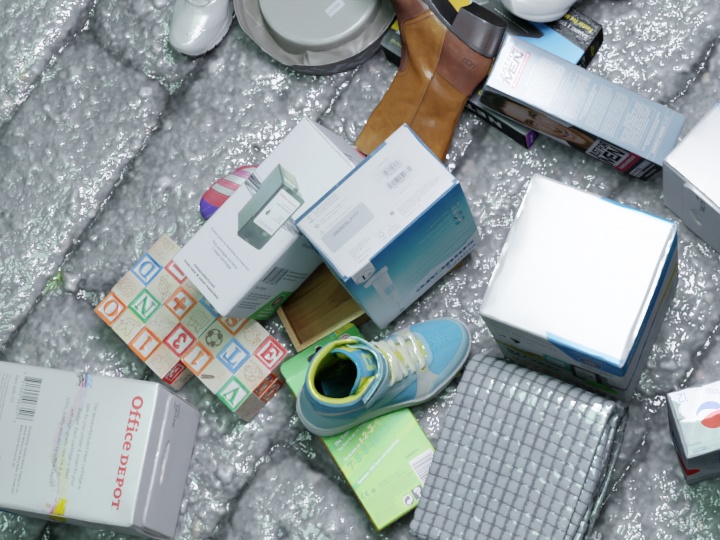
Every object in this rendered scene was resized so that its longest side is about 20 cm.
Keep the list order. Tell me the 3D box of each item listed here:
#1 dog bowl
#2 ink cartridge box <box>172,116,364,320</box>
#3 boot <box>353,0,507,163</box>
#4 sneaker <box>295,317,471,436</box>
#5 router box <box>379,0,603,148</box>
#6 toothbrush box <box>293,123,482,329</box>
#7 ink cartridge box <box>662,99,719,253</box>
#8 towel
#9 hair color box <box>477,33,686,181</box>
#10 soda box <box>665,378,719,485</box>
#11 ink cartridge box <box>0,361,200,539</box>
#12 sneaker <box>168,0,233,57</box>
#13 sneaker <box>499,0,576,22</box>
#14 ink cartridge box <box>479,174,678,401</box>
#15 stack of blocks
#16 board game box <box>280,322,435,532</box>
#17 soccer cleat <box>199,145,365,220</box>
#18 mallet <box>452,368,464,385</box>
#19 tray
[{"bbox_3d":[-0.042,-0.313,1.731,0.197,0.059,0.203,-3,74,11],"label":"dog bowl"},{"bbox_3d":[-0.076,-0.049,1.562,0.200,0.146,0.084,-46,77,8],"label":"ink cartridge box"},{"bbox_3d":[0.044,-0.218,1.650,0.187,0.068,0.201,31,116,10],"label":"boot"},{"bbox_3d":[0.029,0.094,1.530,0.199,0.131,0.080,-29,74,-12],"label":"sneaker"},{"bbox_3d":[0.144,-0.249,1.676,0.199,0.051,0.150,34,85,18],"label":"router box"},{"bbox_3d":[0.033,-0.038,1.526,0.146,0.200,0.085,-41,70,-1],"label":"toothbrush box"},{"bbox_3d":[0.419,-0.111,1.531,0.200,0.147,0.146,-45,72,-3],"label":"ink cartridge box"},{"bbox_3d":[0.159,0.199,1.501,0.164,0.085,0.202,19,93,24],"label":"towel"},{"bbox_3d":[0.224,-0.165,1.571,0.198,0.099,0.061,25,85,2],"label":"hair color box"},{"bbox_3d":[0.329,0.153,1.446,0.068,0.200,0.064,-17,73,7],"label":"soda box"},{"bbox_3d":[-0.290,0.189,1.595,0.197,0.145,0.149,8,77,14],"label":"ink cartridge box"},{"bbox_3d":[-0.173,-0.341,1.752,0.074,0.087,0.202,19,80,14],"label":"sneaker"},{"bbox_3d":[0.230,-0.325,1.626,0.199,0.081,0.071,-24,60,-26],"label":"sneaker"},{"bbox_3d":[0.219,0.023,1.499,0.145,0.200,0.147,20,81,17],"label":"ink cartridge box"},{"bbox_3d":[-0.176,0.072,1.650,0.200,0.059,0.115,42,86,19],"label":"stack of blocks"},{"bbox_3d":[0.005,0.160,1.589,0.095,0.030,0.201,-30,77,-10],"label":"board game box"},{"bbox_3d":[-0.081,-0.079,1.662,0.198,0.067,0.077,-13,51,7],"label":"soccer cleat"},{"bbox_3d":[0.171,0.143,1.572,0.200,0.041,0.066,40,87,23],"label":"mallet"},{"bbox_3d":[0.000,0.000,1.646,0.199,0.037,0.099,-31,71,3],"label":"tray"}]
